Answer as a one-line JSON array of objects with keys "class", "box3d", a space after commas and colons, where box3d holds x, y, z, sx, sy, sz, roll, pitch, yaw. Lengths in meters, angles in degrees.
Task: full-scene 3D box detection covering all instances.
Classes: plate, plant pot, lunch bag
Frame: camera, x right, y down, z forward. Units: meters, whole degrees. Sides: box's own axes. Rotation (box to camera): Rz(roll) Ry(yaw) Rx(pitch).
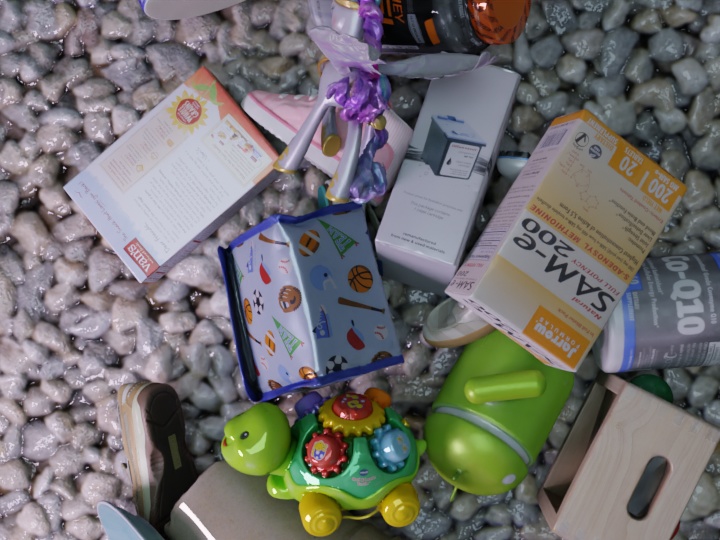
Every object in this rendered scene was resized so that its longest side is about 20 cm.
[{"class": "plate", "box3d": [-0.201, 0.312, 1.069, 0.026, 0.200, 0.201, -33, 87, -27]}, {"class": "plant pot", "box3d": [-0.091, 0.280, 1.061, 0.183, 0.200, 0.201, 42, 92, 15]}, {"class": "lunch bag", "box3d": [-0.068, 0.039, 1.051, 0.123, 0.200, 0.171, -10, 84, -29]}]

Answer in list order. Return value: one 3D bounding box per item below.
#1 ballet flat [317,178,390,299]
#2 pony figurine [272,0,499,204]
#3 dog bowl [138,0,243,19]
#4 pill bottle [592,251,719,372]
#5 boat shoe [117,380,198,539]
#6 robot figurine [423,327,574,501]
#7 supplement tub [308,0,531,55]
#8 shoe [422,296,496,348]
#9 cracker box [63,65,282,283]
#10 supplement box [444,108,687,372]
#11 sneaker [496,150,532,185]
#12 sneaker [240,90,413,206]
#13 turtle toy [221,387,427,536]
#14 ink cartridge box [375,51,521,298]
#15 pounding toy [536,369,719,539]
[{"class": "ballet flat", "box3d": [0.000, 0.000, 1.111, 0.069, 0.069, 0.201, -8, 88, 4]}, {"class": "pony figurine", "box3d": [0.002, -0.166, 0.948, 0.166, 0.193, 0.201, 4, 108, -35]}, {"class": "dog bowl", "box3d": [-0.140, -0.329, 1.050, 0.199, 0.200, 0.079, -23, 91, 4]}, {"class": "pill bottle", "box3d": [0.336, 0.039, 1.055, 0.199, 0.114, 0.114, -5, 89, 0]}, {"class": "boat shoe", "box3d": [-0.221, 0.214, 1.126, 0.076, 0.072, 0.201, 2, 100, 38]}, {"class": "robot figurine", "box3d": [0.138, 0.135, 1.053, 0.115, 0.176, 0.200, 26, 68, 18]}, {"class": "supplement tub", "box3d": [0.058, -0.273, 1.031, 0.199, 0.122, 0.123, 9, 90, 34]}, {"class": "shoe", "box3d": [0.142, 0.009, 1.040, 0.199, 0.070, 0.053, -30, 116, 13]}, {"class": "cracker box", "box3d": [-0.195, -0.100, 1.124, 0.200, 0.058, 0.134, -40, 86, 2]}, {"class": "supplement box", "box3d": [0.186, -0.027, 0.954, 0.126, 0.074, 0.201, 34, 83, -12]}, {"class": "sneaker", "box3d": [0.208, -0.061, 1.049, 0.200, 0.072, 0.073, 28, 83, -33]}, {"class": "sneaker", "box3d": [-0.028, -0.157, 1.084, 0.200, 0.075, 0.105, 36, 93, 28]}, {"class": "turtle toy", "box3d": [-0.032, 0.168, 0.997, 0.199, 0.146, 0.102, -3, 116, -13]}, {"class": "ink cartridge box", "box3d": [0.085, -0.090, 1.041, 0.085, 0.146, 0.201, 17, 78, 6]}, {"class": "pounding toy", "box3d": [0.286, 0.184, 1.024, 0.142, 0.184, 0.201, 27, 91, 4]}]
